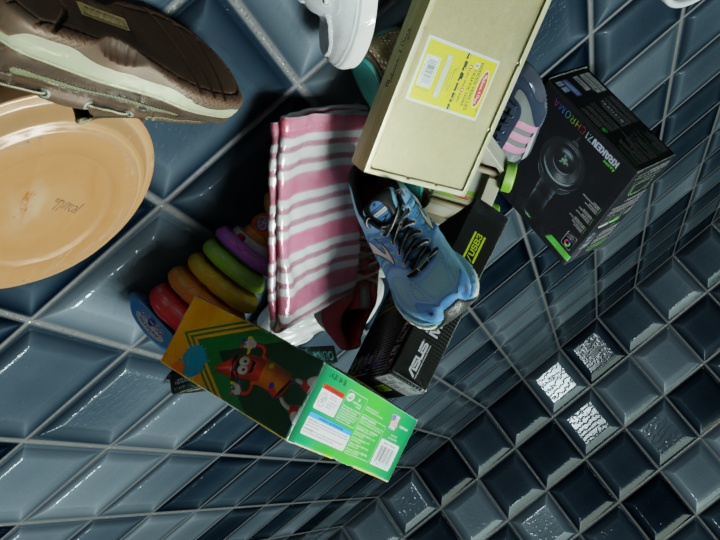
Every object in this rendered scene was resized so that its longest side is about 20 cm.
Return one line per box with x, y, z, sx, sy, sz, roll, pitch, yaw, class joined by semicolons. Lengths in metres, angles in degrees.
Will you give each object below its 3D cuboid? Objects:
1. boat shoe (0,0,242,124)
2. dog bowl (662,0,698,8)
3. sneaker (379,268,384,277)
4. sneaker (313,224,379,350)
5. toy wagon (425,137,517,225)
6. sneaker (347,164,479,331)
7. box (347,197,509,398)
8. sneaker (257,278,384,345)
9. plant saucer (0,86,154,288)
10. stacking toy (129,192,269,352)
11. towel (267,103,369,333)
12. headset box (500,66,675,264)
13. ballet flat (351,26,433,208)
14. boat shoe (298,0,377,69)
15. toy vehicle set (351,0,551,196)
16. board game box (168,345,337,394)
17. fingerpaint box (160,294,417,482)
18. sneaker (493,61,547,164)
-0.168;-0.133;0.510;0.074;0.076;0.201;-34;154;26;boat shoe
0.375;-0.389;0.825;0.198;0.079;0.201;-32;157;-16;dog bowl
0.002;-0.034;0.939;0.198;0.080;0.087;-32;153;-22;sneaker
0.000;0.000;0.861;0.072;0.087;0.203;-1;122;-21;sneaker
0.085;-0.089;0.877;0.201;0.152;0.040;102;6;-54;toy wagon
0.034;-0.028;0.703;0.078;0.201;0.090;-38;136;5;sneaker
0.061;0.039;0.810;0.195;0.047;0.200;-64;-172;-16;box
-0.037;0.033;1.013;0.198;0.078;0.100;-20;149;-39;sneaker
-0.245;-0.054;0.581;0.199;0.032;0.201;-33;158;-15;plant saucer
-0.130;-0.001;0.789;0.201;0.116;0.110;-52;152;2;stacking toy
-0.038;-0.052;0.739;0.146;0.029;0.204;-27;124;-57;towel
0.290;-0.136;1.056;0.092;0.175;0.201;-22;155;-34;headset box
0.049;-0.146;0.751;0.065;0.070;0.201;-42;141;-17;ballet flat
-0.022;-0.225;0.557;0.067;0.073;0.201;-8;157;-12;boat shoe
0.082;-0.172;0.691;0.123;0.027;0.203;9;113;-35;toy vehicle set
-0.138;0.131;1.033;0.134;0.029;0.199;-20;167;29;board game box
-0.061;0.114;0.732;0.074;0.165;0.200;-62;144;-9;fingerpaint box
0.173;-0.172;0.941;0.082;0.070;0.201;-37;157;-12;sneaker
